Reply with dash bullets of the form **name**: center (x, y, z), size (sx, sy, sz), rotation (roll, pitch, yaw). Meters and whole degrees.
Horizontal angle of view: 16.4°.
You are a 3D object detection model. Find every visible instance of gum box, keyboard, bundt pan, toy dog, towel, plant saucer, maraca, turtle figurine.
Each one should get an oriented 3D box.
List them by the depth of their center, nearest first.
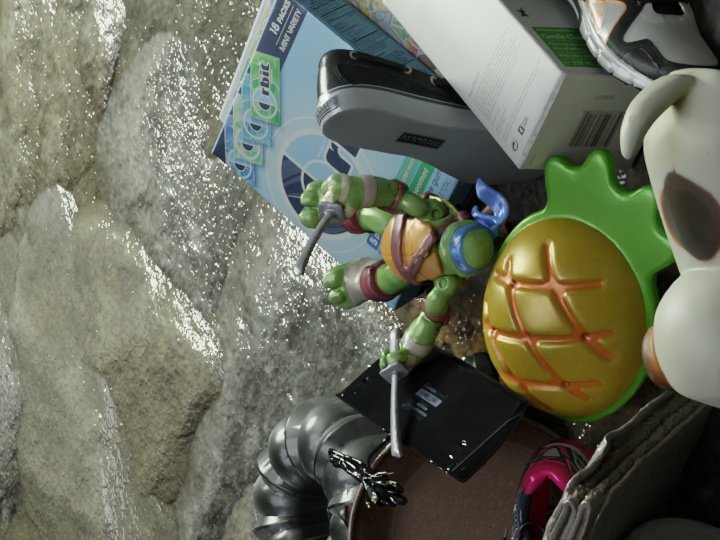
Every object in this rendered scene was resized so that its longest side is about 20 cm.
- **toy dog**: center (0.236, -0.015, 1.512), size (0.139, 0.193, 0.202), rotation (3, 87, 43)
- **towel**: center (0.162, 0.155, 1.625), size (0.034, 0.200, 0.133), rotation (31, 120, 18)
- **maraca**: center (0.150, 0.013, 1.696), size (0.137, 0.107, 0.201), rotation (34, 126, 22)
- **keyboard**: center (0.034, 0.111, 1.761), size (0.021, 0.127, 0.200), rotation (54, 169, -24)
- **plant saucer**: center (0.090, 0.197, 1.787), size (0.199, 0.037, 0.202), rotation (1, 94, 16)
- **turtle figurine**: center (0.000, 0.000, 1.789), size (0.201, 0.144, 0.194), rotation (-55, 21, -9)
- **gum box**: center (-0.006, -0.097, 1.903), size (0.200, 0.044, 0.171), rotation (42, 131, 17)
- **bundt pan**: center (-0.021, 0.192, 1.986), size (0.201, 0.075, 0.204), rotation (5, 96, 56)

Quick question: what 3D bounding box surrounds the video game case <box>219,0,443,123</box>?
- **video game case**: center (-0.012, -0.143, 1.932), size (0.182, 0.023, 0.201), rotation (39, 129, 19)

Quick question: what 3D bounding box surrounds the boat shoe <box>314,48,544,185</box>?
- **boat shoe**: center (0.055, -0.110, 1.759), size (0.069, 0.199, 0.057), rotation (-37, 50, 44)

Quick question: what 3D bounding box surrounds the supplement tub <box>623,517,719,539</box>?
- **supplement tub**: center (0.193, 0.273, 1.638), size (0.123, 0.122, 0.201), rotation (49, 130, 42)

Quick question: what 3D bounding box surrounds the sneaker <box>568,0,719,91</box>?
- **sneaker**: center (0.181, -0.191, 1.677), size (0.200, 0.073, 0.080), rotation (56, 132, 37)

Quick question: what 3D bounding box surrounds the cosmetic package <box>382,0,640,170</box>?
- **cosmetic package**: center (0.114, -0.160, 1.746), size (0.200, 0.107, 0.085), rotation (54, 132, 37)

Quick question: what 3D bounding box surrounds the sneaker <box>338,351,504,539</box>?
- **sneaker**: center (0.043, 0.157, 1.842), size (0.076, 0.114, 0.202), rotation (-107, 21, -80)

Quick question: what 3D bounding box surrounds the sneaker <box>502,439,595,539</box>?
- **sneaker**: center (0.128, 0.219, 1.721), size (0.080, 0.075, 0.202), rotation (-1, 94, 16)

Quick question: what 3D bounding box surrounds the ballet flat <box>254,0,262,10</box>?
- **ballet flat**: center (-0.017, -0.195, 1.973), size (0.199, 0.067, 0.076), rotation (-1, 95, 52)
